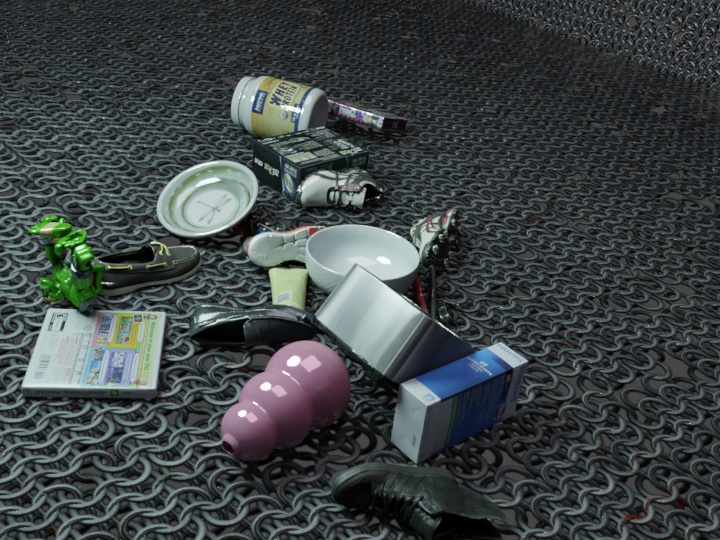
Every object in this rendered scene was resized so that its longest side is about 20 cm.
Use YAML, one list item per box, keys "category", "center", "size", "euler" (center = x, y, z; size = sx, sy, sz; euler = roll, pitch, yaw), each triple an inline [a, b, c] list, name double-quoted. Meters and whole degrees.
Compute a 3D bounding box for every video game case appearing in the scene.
- category: "video game case"
  center: [-0.387, 0.120, 1.295]
  size: [0.182, 0.022, 0.200]
  euler: [2, 30, -9]
- category: "video game case"
  center: [0.005, -0.390, 2.185]
  size: [0.181, 0.036, 0.200]
  euler: [20, 14, 16]

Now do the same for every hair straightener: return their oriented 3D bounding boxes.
- category: "hair straightener"
  center: [0.135, 0.053, 1.512]
  size: [0.077, 0.041, 0.200]
  euler: [3, 30, -8]

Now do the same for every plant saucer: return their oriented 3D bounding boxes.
- category: "plant saucer"
  center: [-0.287, -0.125, 1.673]
  size: [0.200, 0.050, 0.200]
  euler: [-6, 49, 7]

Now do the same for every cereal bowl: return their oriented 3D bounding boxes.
- category: "cereal bowl"
  center: [0.000, 0.000, 1.530]
  size: [0.199, 0.084, 0.200]
  euler: [6, 31, -4]

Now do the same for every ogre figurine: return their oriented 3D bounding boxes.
- category: "ogre figurine"
  center: [-0.456, -0.008, 1.375]
  size: [0.200, 0.120, 0.098]
  euler: [13, 28, 34]

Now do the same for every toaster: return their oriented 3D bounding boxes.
- category: "toaster"
  center: [0.042, 0.095, 1.261]
  size: [0.181, 0.119, 0.200]
  euler: [36, 1, 41]

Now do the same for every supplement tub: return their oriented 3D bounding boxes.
- category: "supplement tub"
  center: [-0.191, -0.378, 2.072]
  size: [0.200, 0.145, 0.144]
  euler: [16, 31, 14]

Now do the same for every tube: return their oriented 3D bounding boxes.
- category: "tube"
  center: [-0.120, 0.037, 1.481]
  size: [0.058, 0.052, 0.200]
  euler: [45, 14, -22]

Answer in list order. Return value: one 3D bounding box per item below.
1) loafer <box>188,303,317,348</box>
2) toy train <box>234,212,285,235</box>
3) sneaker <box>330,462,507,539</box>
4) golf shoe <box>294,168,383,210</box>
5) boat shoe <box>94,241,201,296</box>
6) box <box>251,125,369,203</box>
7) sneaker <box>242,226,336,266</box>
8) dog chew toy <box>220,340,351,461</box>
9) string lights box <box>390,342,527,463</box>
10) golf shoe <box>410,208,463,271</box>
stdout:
- category: "loafer"
  center: [-0.166, 0.093, 1.354]
  size: [0.200, 0.068, 0.070]
  euler: [3, 38, 2]
- category: "toy train"
  center: [-0.223, -0.091, 1.683]
  size: [0.200, 0.034, 0.046]
  euler: [24, 47, 28]
- category: "sneaker"
  center: [0.070, 0.290, 1.073]
  size: [0.199, 0.060, 0.104]
  euler: [3, 26, -16]
- category: "golf shoe"
  center: [-0.040, -0.164, 1.810]
  size: [0.200, 0.078, 0.094]
  euler: [-17, 38, -34]
- category: "boat shoe"
  center: [-0.358, -0.013, 1.491]
  size: [0.201, 0.061, 0.072]
  euler: [-20, 39, -39]
- category: "box"
  center: [-0.109, -0.234, 1.902]
  size: [0.200, 0.086, 0.164]
  euler: [-20, 40, -39]
- category: "sneaker"
  center: [-0.124, -0.048, 1.597]
  size: [0.200, 0.077, 0.082]
  euler: [2, 7, -32]
- category: "dog chew toy"
  center: [-0.104, 0.180, 1.168]
  size: [0.124, 0.125, 0.200]
  euler: [27, 43, 29]
- category: "string lights box"
  center: [0.141, 0.183, 1.229]
  size: [0.200, 0.103, 0.059]
  euler: [-17, 37, -36]
- category: "golf shoe"
  center: [0.136, -0.053, 1.684]
  size: [0.088, 0.077, 0.200]
  euler: [-4, 23, 21]
